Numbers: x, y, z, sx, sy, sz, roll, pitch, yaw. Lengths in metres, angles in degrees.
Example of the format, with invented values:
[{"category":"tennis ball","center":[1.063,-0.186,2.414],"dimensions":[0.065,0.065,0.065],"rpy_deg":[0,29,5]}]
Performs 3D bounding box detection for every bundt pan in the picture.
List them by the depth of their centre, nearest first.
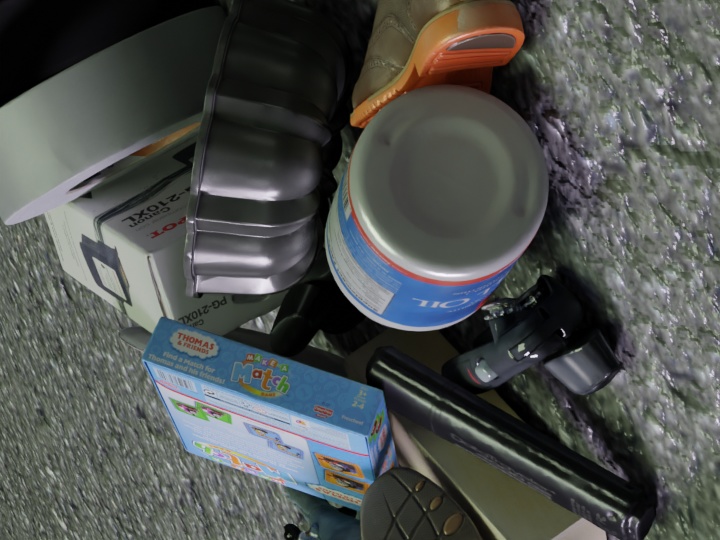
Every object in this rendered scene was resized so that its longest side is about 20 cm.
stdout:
[{"category":"bundt pan","center":[-0.052,-0.075,1.542],"dimensions":[0.202,0.076,0.202],"rpy_deg":[10,-90,-87]}]

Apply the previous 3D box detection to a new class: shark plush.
[{"category":"shark plush","center":[-0.012,0.184,1.666],"dimensions":[0.091,0.083,0.200],"rpy_deg":[-59,26,25]}]

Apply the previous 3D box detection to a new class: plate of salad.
[{"category":"plate of salad","center":[-0.078,0.075,1.774],"dimensions":[0.200,0.200,0.048],"rpy_deg":[24,101,59]}]

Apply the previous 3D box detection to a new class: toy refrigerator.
[{"category":"toy refrigerator","center":[0.077,0.122,1.617],"dimensions":[0.200,0.070,0.076],"rpy_deg":[47,163,35]}]

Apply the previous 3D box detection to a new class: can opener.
[{"category":"can opener","center":[0.088,0.052,1.499],"dimensions":[0.079,0.063,0.200],"rpy_deg":[61,160,-1]},{"category":"can opener","center":[0.000,0.000,1.635],"dimensions":[0.063,0.079,0.200],"rpy_deg":[23,150,-13]}]

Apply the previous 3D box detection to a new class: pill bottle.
[{"category":"pill bottle","center":[0.038,-0.027,1.434],"dimensions":[0.112,0.112,0.200],"rpy_deg":[58,168,8]}]

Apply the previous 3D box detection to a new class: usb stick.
[{"category":"usb stick","center":[0.089,0.105,1.515],"dimensions":[0.200,0.033,0.055],"rpy_deg":[30,164,19]}]

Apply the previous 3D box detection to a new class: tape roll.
[{"category":"tape roll","center":[-0.167,-0.104,1.680],"dimensions":[0.066,0.200,0.200],"rpy_deg":[63,160,0]}]

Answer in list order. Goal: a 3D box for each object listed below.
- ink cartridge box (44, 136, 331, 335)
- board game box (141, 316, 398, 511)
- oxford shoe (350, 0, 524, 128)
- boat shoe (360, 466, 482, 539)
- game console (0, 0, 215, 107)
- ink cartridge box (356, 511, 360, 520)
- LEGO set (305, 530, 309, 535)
[{"category":"ink cartridge box","center":[-0.123,-0.033,1.780],"dimensions":[0.200,0.145,0.084],"rpy_deg":[30,142,55]},{"category":"board game box","center":[-0.053,0.099,1.613],"dimensions":[0.151,0.037,0.200],"rpy_deg":[18,161,10]},{"category":"oxford shoe","center":[0.039,-0.132,1.396],"dimensions":[0.200,0.071,0.073],"rpy_deg":[141,119,-65]},{"category":"boat shoe","center":[0.066,0.216,1.572],"dimensions":[0.200,0.076,0.072],"rpy_deg":[58,-179,14]},{"category":"game console","center":[-0.207,-0.192,1.696],"dimensions":[0.176,0.200,0.117],"rpy_deg":[38,148,50]},{"category":"ink cartridge box","center":[0.032,0.254,1.826],"dimensions":[0.160,0.047,0.200],"rpy_deg":[-106,4,-65]},{"category":"LEGO set","center":[-0.017,0.303,2.008],"dimensions":[0.154,0.116,0.200],"rpy_deg":[44,154,40]}]
